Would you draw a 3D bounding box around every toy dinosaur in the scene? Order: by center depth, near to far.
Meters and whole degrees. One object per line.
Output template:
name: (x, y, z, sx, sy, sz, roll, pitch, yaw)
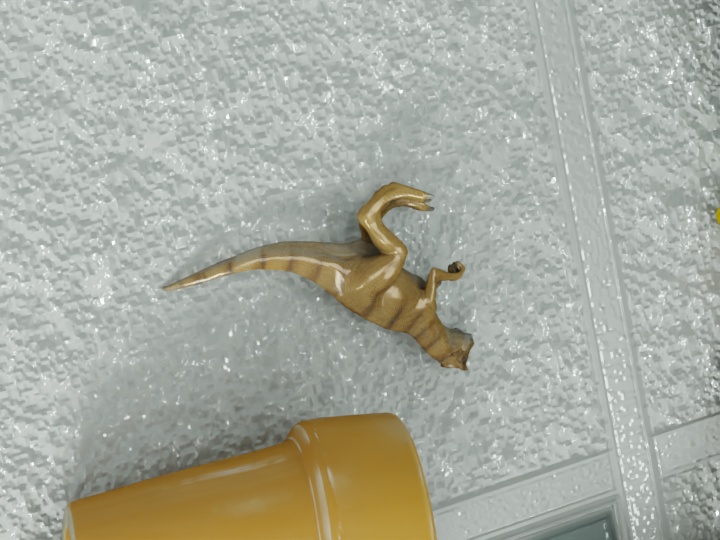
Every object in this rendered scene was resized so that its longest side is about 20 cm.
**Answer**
toy dinosaur: (0.000, 0.000, 1.382, 0.199, 0.060, 0.107, 24, 83, -26)

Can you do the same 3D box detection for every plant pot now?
plant pot: (-0.065, 0.182, 1.297, 0.182, 0.200, 0.201, -2, 94, -12)

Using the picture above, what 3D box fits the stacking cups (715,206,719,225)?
stacking cups: (0.300, -0.103, 1.529, 0.060, 0.060, 0.200, 38, 76, -24)
